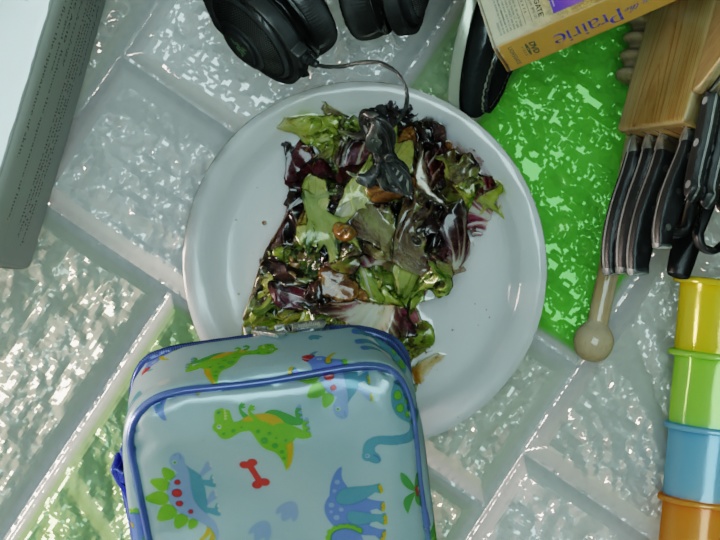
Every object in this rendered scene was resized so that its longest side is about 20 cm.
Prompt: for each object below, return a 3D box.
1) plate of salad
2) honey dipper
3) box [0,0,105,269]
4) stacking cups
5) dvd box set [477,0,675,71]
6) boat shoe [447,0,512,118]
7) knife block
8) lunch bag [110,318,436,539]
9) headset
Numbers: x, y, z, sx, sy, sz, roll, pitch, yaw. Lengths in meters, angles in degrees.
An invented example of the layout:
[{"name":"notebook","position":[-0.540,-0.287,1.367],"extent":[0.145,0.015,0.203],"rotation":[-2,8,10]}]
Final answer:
[{"name":"plate of salad","position":[0.000,0.000,0.997],"extent":[0.199,0.048,0.201],"rotation":[1,99,8]},{"name":"honey dipper","position":[0.146,-0.049,1.019],"extent":[0.038,0.038,0.201],"rotation":[12,90,0]},{"name":"box","position":[-0.250,-0.121,0.972],"extent":[0.198,0.131,0.201],"rotation":[16,88,0]},{"name":"stacking cups","position":[0.188,0.104,1.001],"extent":[0.060,0.061,0.201],"rotation":[6,88,0]},{"name":"dvd box set","position":[0.142,-0.201,0.933],"extent":[0.199,0.029,0.147],"rotation":[-23,62,12]},{"name":"boat shoe","position":[0.105,-0.170,1.002],"extent":[0.066,0.075,0.200],"rotation":[19,79,12]},{"name":"knife block","position":[0.178,-0.094,0.979],"extent":[0.064,0.201,0.176],"rotation":[19,127,-21]},{"name":"lunch bag","position":[-0.042,0.130,0.969],"extent":[0.160,0.083,0.201],"rotation":[-8,109,-1]},{"name":"headset","position":[-0.014,-0.133,0.979],"extent":[0.123,0.094,0.201],"rotation":[-22,50,2]}]
